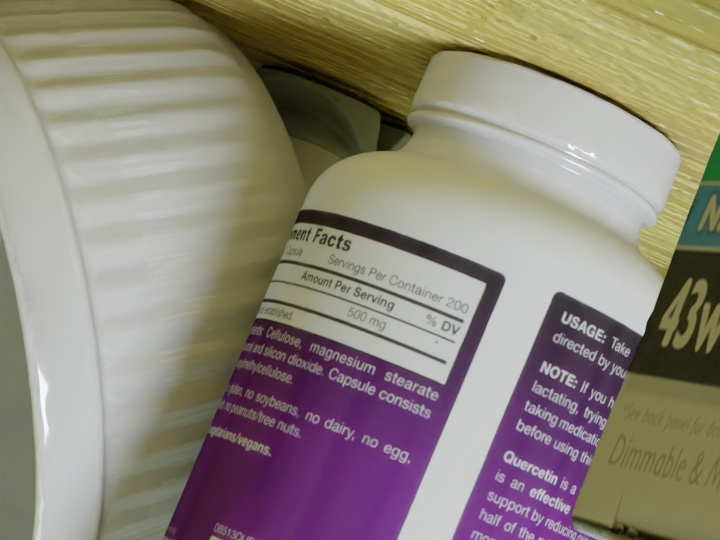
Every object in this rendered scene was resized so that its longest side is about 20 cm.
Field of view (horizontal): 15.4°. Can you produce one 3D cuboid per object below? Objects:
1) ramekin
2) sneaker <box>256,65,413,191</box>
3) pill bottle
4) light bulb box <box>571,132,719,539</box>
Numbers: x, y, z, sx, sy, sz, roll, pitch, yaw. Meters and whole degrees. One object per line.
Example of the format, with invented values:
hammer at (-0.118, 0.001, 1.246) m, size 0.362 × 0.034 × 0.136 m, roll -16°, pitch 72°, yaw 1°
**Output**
ramekin at (-0.091, 0.005, 0.834) m, size 0.105 × 0.201 × 0.200 m, roll -12°, pitch -169°, yaw -27°
sneaker at (0.000, 0.000, 0.940) m, size 0.074 × 0.089 × 0.200 m, roll 18°, pitch 174°, yaw 29°
pill bottle at (0.017, 0.046, 0.737) m, size 0.112 × 0.201 × 0.112 m, roll 23°, pitch 173°, yaw 3°
light bulb box at (0.172, 0.030, 0.396) m, size 0.199 × 0.125 × 0.198 m, roll 24°, pitch 174°, yaw -20°
